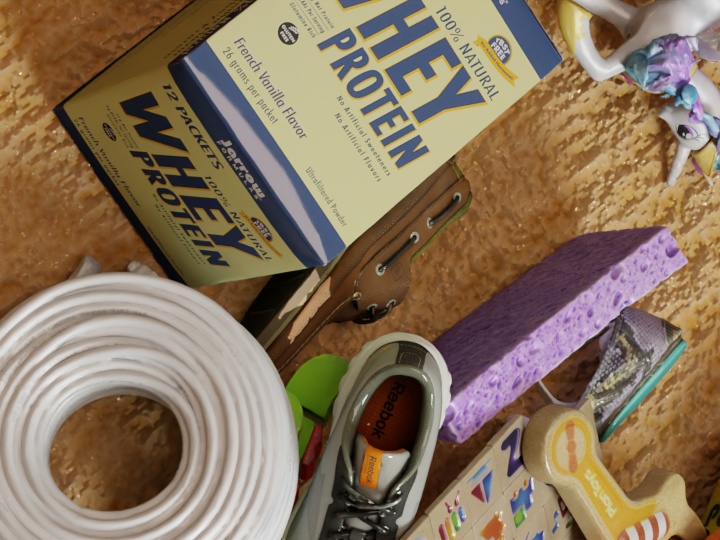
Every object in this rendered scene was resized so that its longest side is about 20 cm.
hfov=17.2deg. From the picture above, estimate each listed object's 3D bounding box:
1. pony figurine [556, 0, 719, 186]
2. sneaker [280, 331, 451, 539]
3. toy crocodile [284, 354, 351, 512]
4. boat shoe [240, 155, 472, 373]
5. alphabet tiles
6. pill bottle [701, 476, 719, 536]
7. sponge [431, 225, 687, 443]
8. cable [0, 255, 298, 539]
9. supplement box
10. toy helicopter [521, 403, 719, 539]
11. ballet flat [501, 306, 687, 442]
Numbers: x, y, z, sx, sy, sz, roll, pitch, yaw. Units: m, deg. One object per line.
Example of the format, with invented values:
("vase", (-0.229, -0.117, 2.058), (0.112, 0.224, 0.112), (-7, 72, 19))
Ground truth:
("pony figurine", (0.221, -0.172, 1.533), (0.193, 0.167, 0.200), (-43, 112, 10))
("sneaker", (-0.002, 0.132, 1.326), (0.073, 0.079, 0.202), (15, 90, 0))
("toy crocodile", (-0.063, 0.132, 1.378), (0.061, 0.068, 0.201), (30, 71, 10))
("boat shoe", (0.000, 0.000, 1.430), (0.068, 0.072, 0.200), (46, 68, -16))
("alphabet tiles", (0.091, 0.170, 1.400), (0.200, 0.007, 0.168), (-43, 130, -40))
("pill bottle", (0.272, 0.180, 1.538), (0.109, 0.109, 0.201), (32, 72, -22))
("sponge", (0.097, 0.038, 1.456), (0.199, 0.111, 0.030), (-37, 104, -25))
("cable", (-0.132, 0.101, 1.315), (0.199, 0.069, 0.200), (36, 73, 11))
("supplement box", (-0.033, -0.105, 1.349), (0.200, 0.199, 0.135), (-41, 104, -24))
("toy helicopter", (0.147, 0.163, 1.425), (0.132, 0.079, 0.200), (-50, 124, -22))
("ballet flat", (0.128, 0.101, 1.502), (0.072, 0.072, 0.201), (45, 68, -17))
